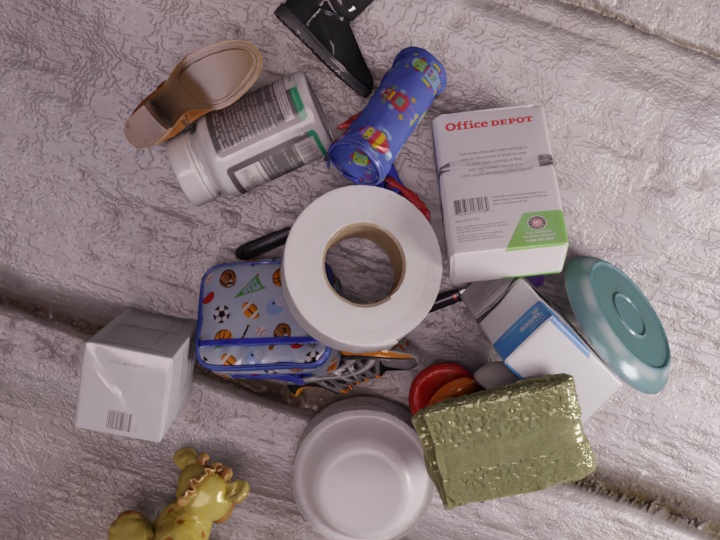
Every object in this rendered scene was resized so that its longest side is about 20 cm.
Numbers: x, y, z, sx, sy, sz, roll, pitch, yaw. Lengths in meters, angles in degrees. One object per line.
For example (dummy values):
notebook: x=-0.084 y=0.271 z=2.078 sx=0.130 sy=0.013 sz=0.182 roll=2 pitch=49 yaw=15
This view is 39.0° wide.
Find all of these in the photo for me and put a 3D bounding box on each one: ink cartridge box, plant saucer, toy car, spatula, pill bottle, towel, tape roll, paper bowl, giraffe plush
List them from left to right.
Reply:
giraffe plush: x=-0.236 y=0.337 z=1.397 sx=0.171 sy=0.200 sz=0.163 roll=31 pitch=71 yaw=-1
pill bottle: x=-0.141 y=-0.166 z=1.308 sx=0.198 sy=0.113 sz=0.114 roll=-23 pitch=99 yaw=5
spatula: x=-0.078 y=-0.053 z=1.356 sx=0.198 sy=0.021 sz=0.057 roll=-20 pitch=109 yaw=17
tape roll: x=0.000 y=0.000 z=1.269 sx=0.200 sy=0.071 sz=0.205 roll=2 pitch=78 yaw=-8
paper bowl: x=0.004 y=0.283 z=1.395 sx=0.198 sy=0.104 sz=0.204 roll=0 pitch=102 yaw=1
toy car: x=0.134 y=0.184 z=1.334 sx=0.149 sy=0.200 sz=0.176 roll=34 pitch=95 yaw=15
spatula: x=0.150 y=0.025 z=1.383 sx=0.198 sy=0.021 sz=0.057 roll=-21 pitch=103 yaw=6
ink cartridge box: x=0.172 y=-0.097 z=1.280 sx=0.143 sy=0.084 sz=0.202 roll=-6 pitch=64 yaw=2
towel: x=0.170 y=0.201 z=1.204 sx=0.198 sy=0.037 sz=0.150 roll=-16 pitch=111 yaw=9
ink cartridge box: x=0.224 y=0.085 z=1.287 sx=0.145 sy=0.200 sz=0.084 roll=41 pitch=100 yaw=-22
plant saucer: x=0.336 y=0.062 z=1.298 sx=0.027 sy=0.200 sz=0.200 roll=-37 pitch=99 yaw=32

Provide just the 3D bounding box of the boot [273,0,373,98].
boot: x=0.013 y=-0.348 z=1.299 sx=0.165 sy=0.066 sz=0.200 roll=43 pitch=94 yaw=-8

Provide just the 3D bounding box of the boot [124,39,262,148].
boot: x=-0.203 y=-0.226 z=1.277 sx=0.199 sy=0.155 sz=0.077 roll=-39 pitch=103 yaw=11

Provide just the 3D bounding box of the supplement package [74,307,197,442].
supplement package: x=-0.283 y=0.130 z=1.323 sx=0.112 sy=0.200 sz=0.111 roll=11 pitch=100 yaw=0

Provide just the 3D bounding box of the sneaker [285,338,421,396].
sneaker: x=-0.015 y=0.128 z=1.383 sx=0.197 sy=0.078 sz=0.078 roll=-2 pitch=101 yaw=13

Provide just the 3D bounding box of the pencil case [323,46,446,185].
pencil case: x=0.035 y=-0.190 z=1.272 sx=0.078 sy=0.087 sz=0.201 roll=32 pitch=59 yaw=2

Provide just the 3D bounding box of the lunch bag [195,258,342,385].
lunch bag: x=-0.115 y=0.068 z=1.336 sx=0.197 sy=0.076 sz=0.162 roll=-2 pitch=69 yaw=13

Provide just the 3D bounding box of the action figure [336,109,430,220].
action figure: x=0.037 y=-0.113 z=1.339 sx=0.052 sy=0.065 sz=0.201 roll=-38 pitch=100 yaw=-34
